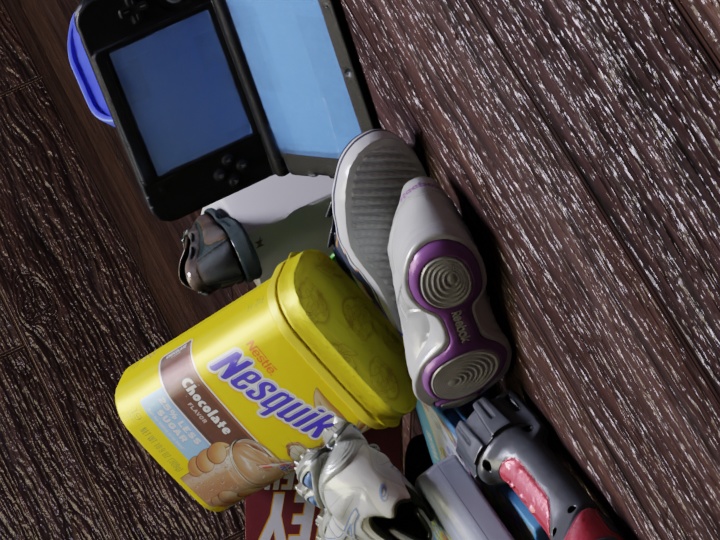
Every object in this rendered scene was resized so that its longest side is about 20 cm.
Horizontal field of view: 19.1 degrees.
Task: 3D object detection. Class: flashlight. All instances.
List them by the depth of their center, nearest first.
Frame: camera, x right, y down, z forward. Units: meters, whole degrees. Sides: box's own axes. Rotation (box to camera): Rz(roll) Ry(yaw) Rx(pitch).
[{"bbox_3d":[0.129,0.170,1.499,0.200,0.068,0.068,49,143,47],"label":"flashlight"}]

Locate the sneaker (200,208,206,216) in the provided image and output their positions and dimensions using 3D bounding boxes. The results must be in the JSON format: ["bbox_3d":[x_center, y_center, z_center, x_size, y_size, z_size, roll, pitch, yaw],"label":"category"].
[{"bbox_3d":[-0.100,-0.049,2.050,0.200,0.099,0.078,49,161,56],"label":"sneaker"}]

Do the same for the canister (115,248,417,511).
[{"bbox_3d":[-0.075,0.091,1.664,0.149,0.200,0.087,48,-149,-18],"label":"canister"}]

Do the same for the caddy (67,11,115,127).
[{"bbox_3d":[-0.173,-0.193,1.888,0.105,0.141,0.200,20,-150,-39],"label":"caddy"}]

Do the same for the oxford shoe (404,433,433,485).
[{"bbox_3d":[0.074,0.191,1.822,0.200,0.073,0.085,-144,32,-69],"label":"oxford shoe"}]

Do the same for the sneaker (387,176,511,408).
[{"bbox_3d":[0.062,0.017,1.537,0.200,0.075,0.100,83,174,-47],"label":"sneaker"}]

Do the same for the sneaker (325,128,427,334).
[{"bbox_3d":[0.011,-0.037,1.595,0.079,0.078,0.200,47,162,42],"label":"sneaker"}]

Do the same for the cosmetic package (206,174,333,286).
[{"bbox_3d":[-0.087,-0.083,1.894,0.085,0.107,0.200,76,166,-46],"label":"cosmetic package"}]

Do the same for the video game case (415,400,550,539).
[{"bbox_3d":[0.102,0.182,1.646,0.200,0.018,0.143,50,163,47],"label":"video game case"}]

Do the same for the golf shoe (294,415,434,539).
[{"bbox_3d":[0.016,0.192,1.624,0.097,0.078,0.200,34,169,27],"label":"golf shoe"}]

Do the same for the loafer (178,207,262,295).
[{"bbox_3d":[-0.133,-0.011,1.820,0.072,0.063,0.200,66,169,-5],"label":"loafer"}]

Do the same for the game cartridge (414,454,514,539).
[{"bbox_3d":[0.091,0.218,1.628,0.134,0.040,0.200,59,173,25],"label":"game cartridge"}]

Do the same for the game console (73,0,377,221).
[{"bbox_3d":[-0.098,-0.135,1.634,0.116,0.176,0.200,47,159,58],"label":"game console"}]

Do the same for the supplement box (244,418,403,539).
[{"bbox_3d":[-0.029,0.181,1.849,0.200,0.132,0.198,-74,-16,-86],"label":"supplement box"}]

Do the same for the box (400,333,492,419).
[{"bbox_3d":[0.077,0.107,1.714,0.200,0.032,0.121,58,168,21],"label":"box"}]

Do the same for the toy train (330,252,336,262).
[{"bbox_3d":[0.000,0.000,1.791,0.042,0.056,0.200,58,168,8],"label":"toy train"}]
